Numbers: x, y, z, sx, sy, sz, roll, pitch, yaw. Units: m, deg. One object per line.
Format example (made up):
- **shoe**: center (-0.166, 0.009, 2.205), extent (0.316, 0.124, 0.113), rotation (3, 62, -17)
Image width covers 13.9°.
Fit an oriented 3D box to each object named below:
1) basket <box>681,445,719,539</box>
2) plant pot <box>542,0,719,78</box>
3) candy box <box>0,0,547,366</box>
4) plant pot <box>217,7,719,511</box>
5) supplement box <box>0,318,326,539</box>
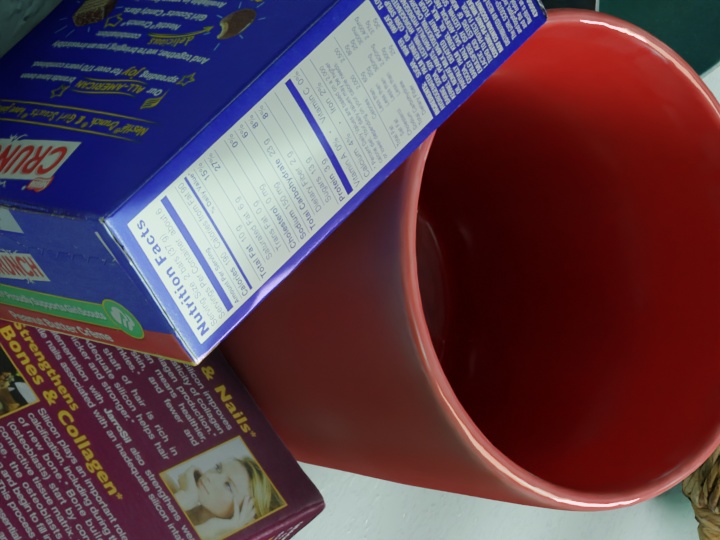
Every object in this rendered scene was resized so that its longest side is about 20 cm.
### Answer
- **basket**: center (0.300, 0.109, 1.888), extent (0.200, 0.143, 0.149), rotation (-58, 150, -13)
- **plant pot**: center (0.111, -0.193, 1.288), extent (0.200, 0.135, 0.200), rotation (-40, 147, -33)
- **candy box**: center (-0.057, -0.064, 1.098), extent (0.200, 0.169, 0.077), rotation (-44, 120, -23)
- **plant pot**: center (0.037, 0.005, 1.205), extent (0.200, 0.177, 0.201), rotation (7, 79, -38)
- **supplement box**: center (-0.133, 0.093, 1.152), extent (0.200, 0.131, 0.103), rotation (-23, 164, -48)
